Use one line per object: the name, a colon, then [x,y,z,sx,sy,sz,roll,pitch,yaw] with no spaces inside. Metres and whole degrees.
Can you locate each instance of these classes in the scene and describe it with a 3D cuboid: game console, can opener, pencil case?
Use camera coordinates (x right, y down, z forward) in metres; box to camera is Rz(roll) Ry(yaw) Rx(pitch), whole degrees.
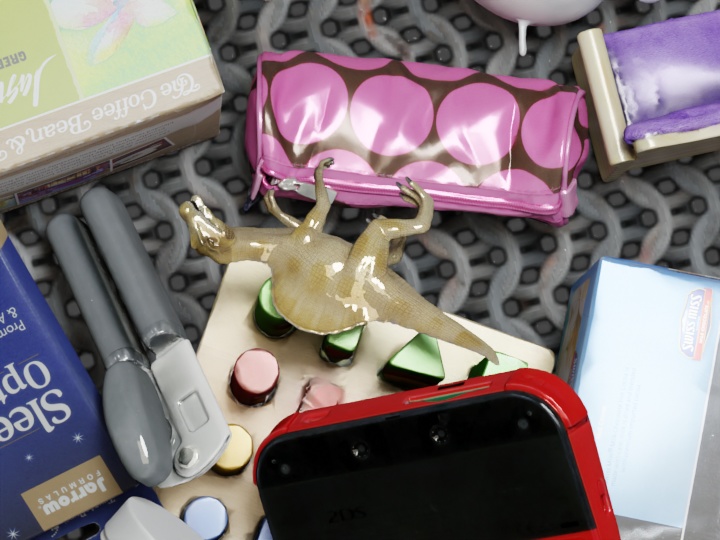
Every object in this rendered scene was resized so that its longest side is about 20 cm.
game console: [0.046,0.151,1.534,0.199,0.031,0.178,-12,100,28]
can opener: [-0.127,0.034,1.593,0.053,0.066,0.200,-34,53,12]
pencil case: [0.033,-0.071,1.644,0.199,0.091,0.094,3,37,-1]

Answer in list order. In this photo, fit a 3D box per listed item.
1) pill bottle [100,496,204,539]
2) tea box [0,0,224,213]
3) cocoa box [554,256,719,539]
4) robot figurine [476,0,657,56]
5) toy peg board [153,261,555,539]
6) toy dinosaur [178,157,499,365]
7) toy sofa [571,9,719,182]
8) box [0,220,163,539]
pill bottle: [-0.156,0.225,1.555,0.112,0.112,0.200,40,97,2]
tea box: [-0.201,-0.143,1.615,0.199,0.134,0.198,-21,84,-7]
cocoa box: [0.169,0.107,1.605,0.131,0.133,0.201,12,82,-1]
robot figurine: [0.119,-0.226,1.659,0.169,0.113,0.200,32,81,9]
toy peg board: [-0.008,0.102,1.612,0.199,0.098,0.200,20,81,-1]
toy dinosaur: [0.000,0.000,1.567,0.199,0.058,0.101,23,55,14]
toy sofa: [0.229,-0.117,1.658,0.199,0.098,0.083,-12,82,-7]
box: [-0.204,0.084,1.573,0.121,0.032,0.201,-26,107,10]
